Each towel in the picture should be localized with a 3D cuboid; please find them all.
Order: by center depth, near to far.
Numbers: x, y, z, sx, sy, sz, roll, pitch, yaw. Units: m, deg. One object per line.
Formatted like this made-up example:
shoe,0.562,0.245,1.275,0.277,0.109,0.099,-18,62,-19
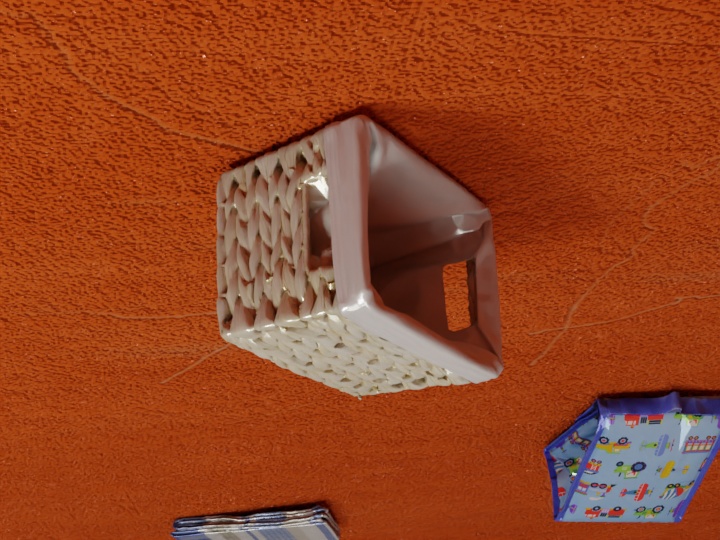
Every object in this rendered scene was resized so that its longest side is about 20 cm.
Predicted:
towel,-0.128,0.327,1.901,0.198,0.024,0.147,-7,159,6

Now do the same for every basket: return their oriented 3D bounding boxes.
basket,0.000,0.000,1.033,0.123,0.137,0.200,-13,156,27

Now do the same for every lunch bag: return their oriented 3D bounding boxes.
lunch bag,0.301,0.190,1.624,0.149,0.095,0.200,2,147,-12
